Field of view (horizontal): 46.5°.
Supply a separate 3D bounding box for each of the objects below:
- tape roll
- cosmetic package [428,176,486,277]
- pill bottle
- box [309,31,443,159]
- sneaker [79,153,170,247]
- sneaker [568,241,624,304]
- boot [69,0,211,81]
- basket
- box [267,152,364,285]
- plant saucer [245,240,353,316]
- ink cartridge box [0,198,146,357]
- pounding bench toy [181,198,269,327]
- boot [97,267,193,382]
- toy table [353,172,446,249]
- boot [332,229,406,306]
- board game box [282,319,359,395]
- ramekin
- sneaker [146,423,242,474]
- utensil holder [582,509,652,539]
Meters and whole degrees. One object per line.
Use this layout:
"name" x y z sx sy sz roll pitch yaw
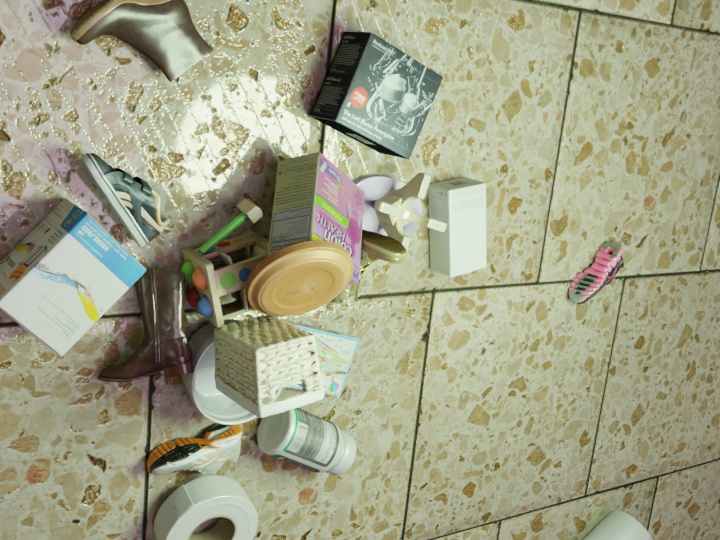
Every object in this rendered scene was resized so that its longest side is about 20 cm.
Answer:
"tape roll" -0.313 0.517 1.700 0.202 0.071 0.203 -15 123 -24
"cosmetic package" 0.217 -0.098 1.872 0.108 0.085 0.200 -13 112 -30
"pill bottle" -0.110 0.363 1.781 0.200 0.113 0.113 32 86 -36
"box" 0.032 -0.345 1.659 0.200 0.104 0.182 21 91 -37
"sneaker" -0.404 -0.136 1.452 0.079 0.078 0.200 -38 133 -13
"sneaker" 0.626 0.023 2.198 0.200 0.079 0.095 -47 136 -11
"boot" -0.362 -0.386 1.402 0.200 0.072 0.166 -42 121 -20
"basket" -0.171 0.164 1.501 0.135 0.200 0.124 -13 105 -31
"box" -0.079 -0.091 1.590 0.176 0.097 0.200 37 52 -53
"plant saucer" -0.106 0.023 1.506 0.200 0.032 0.200 -16 146 -11
"ink cartridge box" -0.494 0.009 1.393 0.200 0.147 0.145 -48 125 -12
"pounding bench toy" -0.251 -0.020 1.559 0.156 0.124 0.200 -19 114 -28
"boot" -0.401 0.098 1.534 0.186 0.064 0.200 -8 92 2
"toy table" 0.076 -0.122 1.752 0.200 0.117 0.184 0 105 -35
"boot" 0.000 0.000 1.692 0.073 0.200 0.156 -11 113 -52
"board game box" -0.109 0.185 1.775 0.200 0.034 0.135 16 95 -36
"ramekin" -0.254 0.188 1.636 0.200 0.105 0.200 -11 111 -30
"sneaker" -0.323 0.378 1.671 0.200 0.076 0.092 -15 117 -28
"utensil holder" 0.736 0.828 2.463 0.200 0.170 0.170 -37 122 -22
